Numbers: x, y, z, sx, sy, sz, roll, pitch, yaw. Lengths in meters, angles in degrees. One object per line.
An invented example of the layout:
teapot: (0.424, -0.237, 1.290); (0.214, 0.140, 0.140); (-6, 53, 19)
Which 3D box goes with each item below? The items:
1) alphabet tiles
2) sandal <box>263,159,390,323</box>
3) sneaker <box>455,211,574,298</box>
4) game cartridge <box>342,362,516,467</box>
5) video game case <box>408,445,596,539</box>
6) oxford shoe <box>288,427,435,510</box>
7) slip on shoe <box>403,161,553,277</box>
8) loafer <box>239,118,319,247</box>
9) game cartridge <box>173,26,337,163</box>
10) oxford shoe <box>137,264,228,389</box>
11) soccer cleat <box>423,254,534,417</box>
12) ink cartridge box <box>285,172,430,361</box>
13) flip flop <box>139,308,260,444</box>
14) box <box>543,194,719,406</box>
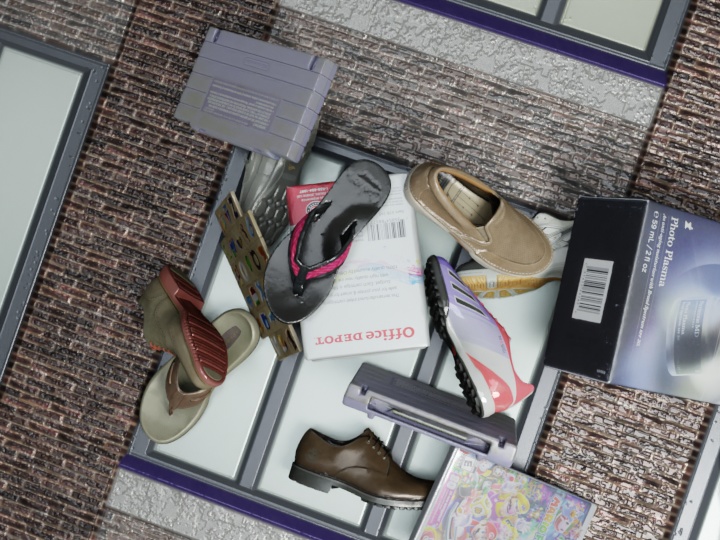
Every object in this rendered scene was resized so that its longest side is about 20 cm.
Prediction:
alphabet tiles: (-0.122, 0.009, 1.217); (0.006, 0.166, 0.201); (-22, 86, -22)
sandal: (-0.040, -0.035, 1.110); (0.075, 0.045, 0.200); (34, 89, 1)
sneaker: (0.206, -0.024, 1.241); (0.199, 0.076, 0.088); (-11, 73, 0)
game cartridge: (0.083, 0.166, 1.200); (0.199, 0.130, 0.039); (20, 94, 5)
video game case: (0.167, 0.306, 1.221); (0.199, 0.018, 0.144); (24, 90, -15)
oxford shoe: (0.018, 0.237, 1.240); (0.199, 0.073, 0.085); (15, 87, 5)
slip on shoe: (0.141, -0.057, 1.144); (0.200, 0.061, 0.076); (35, 71, -18)
loafer: (-0.112, -0.117, 1.270); (0.070, 0.070, 0.201); (24, 93, 41)
game cartridge: (-0.130, -0.212, 1.244); (0.200, 0.038, 0.130); (23, 95, 34)
oxford shoe: (-0.215, 0.080, 1.232); (0.075, 0.070, 0.200); (-41, 42, 10)
soccer cleat: (0.131, 0.068, 1.188); (0.073, 0.068, 0.201); (-17, 67, -10)
ink cartridge box: (0.000, 0.000, 1.210); (0.145, 0.145, 0.201); (-6, 86, 2)
flip flop: (-0.202, 0.128, 1.265); (0.081, 0.058, 0.200); (45, 97, 5)
box: (0.336, 0.035, 1.156); (0.198, 0.123, 0.201); (12, 90, -28)
